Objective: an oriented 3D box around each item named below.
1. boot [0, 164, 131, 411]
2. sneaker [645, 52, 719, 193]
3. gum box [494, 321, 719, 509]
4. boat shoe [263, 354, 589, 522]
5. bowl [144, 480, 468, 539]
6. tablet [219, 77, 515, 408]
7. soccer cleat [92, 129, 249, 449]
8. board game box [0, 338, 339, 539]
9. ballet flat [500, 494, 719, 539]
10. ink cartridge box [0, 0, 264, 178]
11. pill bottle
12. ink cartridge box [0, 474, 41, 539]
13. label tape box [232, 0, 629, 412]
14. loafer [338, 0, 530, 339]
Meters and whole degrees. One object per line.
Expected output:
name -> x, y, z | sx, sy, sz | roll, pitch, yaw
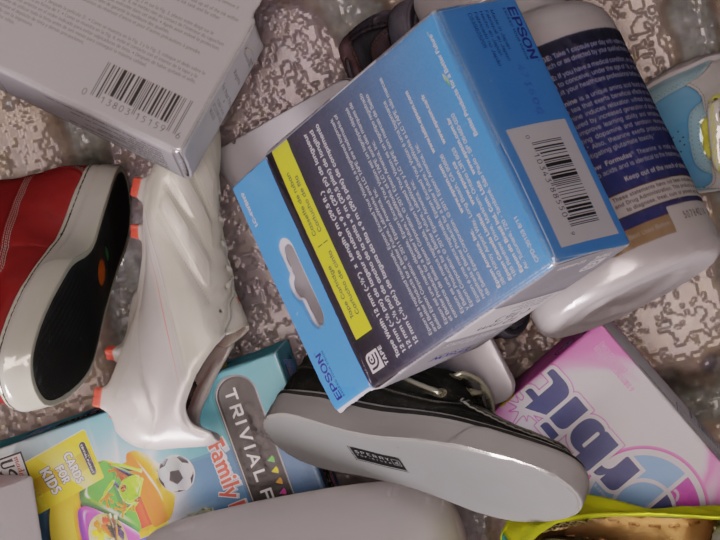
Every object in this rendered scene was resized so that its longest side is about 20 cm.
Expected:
boot -> -0.218, 0.009, 1.284 | 0.143, 0.201, 0.073 | 0, 124, 8
sneaker -> 0.227, -0.082, 1.241 | 0.198, 0.131, 0.080 | -11, 96, 10
gum box -> 0.159, 0.136, 1.309 | 0.113, 0.066, 0.200 | -41, 91, 10
boat shoe -> 0.040, 0.083, 1.254 | 0.199, 0.071, 0.064 | 13, 58, 30
bowl -> -0.023, 0.229, 1.307 | 0.198, 0.075, 0.201 | -10, 120, 5
tablet -> 0.000, 0.000, 1.306 | 0.130, 0.014, 0.201 | -25, 94, 45
soccer cleat -> -0.096, 0.005, 1.309 | 0.077, 0.069, 0.202 | 8, 81, 15
board game box -> -0.112, 0.146, 1.356 | 0.199, 0.047, 0.152 | -20, 95, 10
ballet flat -> 0.175, 0.159, 1.242 | 0.198, 0.067, 0.067 | 5, 96, 4
ink cartridge box -> -0.144, -0.172, 1.307 | 0.199, 0.044, 0.174 | 25, 75, 14
pill bottle -> 0.106, -0.075, 1.238 | 0.110, 0.111, 0.201 | -27, 78, 10
ink cartridge box -> -0.272, 0.231, 1.313 | 0.146, 0.146, 0.202 | -2, 99, 39
label tape box -> 0.032, -0.030, 1.200 | 0.200, 0.066, 0.144 | -37, 73, 48
loafer -> 0.043, -0.054, 1.308 | 0.063, 0.072, 0.201 | -17, 90, 33
